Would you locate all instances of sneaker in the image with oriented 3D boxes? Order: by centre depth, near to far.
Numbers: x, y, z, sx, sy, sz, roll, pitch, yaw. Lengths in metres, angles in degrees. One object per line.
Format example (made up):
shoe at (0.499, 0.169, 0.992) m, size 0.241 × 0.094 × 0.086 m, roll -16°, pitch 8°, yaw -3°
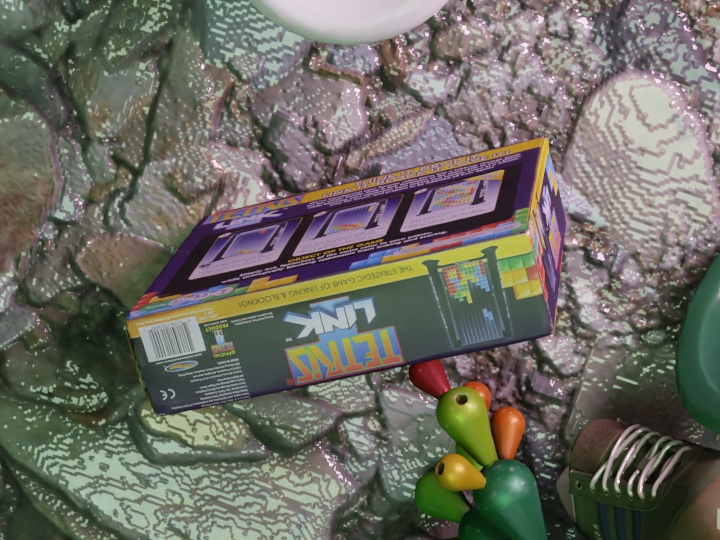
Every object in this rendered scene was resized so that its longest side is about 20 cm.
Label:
sneaker at (0.144, 0.115, 0.869) m, size 0.067 × 0.200 × 0.090 m, roll -42°, pitch 78°, yaw -13°

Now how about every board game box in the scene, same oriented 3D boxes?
board game box at (0.000, 0.000, 0.851) m, size 0.199 × 0.165 × 0.057 m, roll -12°, pitch 106°, yaw 14°

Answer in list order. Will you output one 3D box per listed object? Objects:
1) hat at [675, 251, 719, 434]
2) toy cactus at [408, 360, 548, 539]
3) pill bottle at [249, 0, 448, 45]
hat at (0.272, 0.068, 0.842) m, size 0.176 × 0.200 × 0.165 m, roll 41°, pitch 152°, yaw -23°
toy cactus at (0.077, 0.153, 0.906) m, size 0.165 × 0.102 × 0.201 m, roll 33°, pitch 134°, yaw 43°
pill bottle at (0.008, -0.178, 0.766) m, size 0.114 × 0.200 × 0.115 m, roll 3°, pitch 111°, yaw 8°
